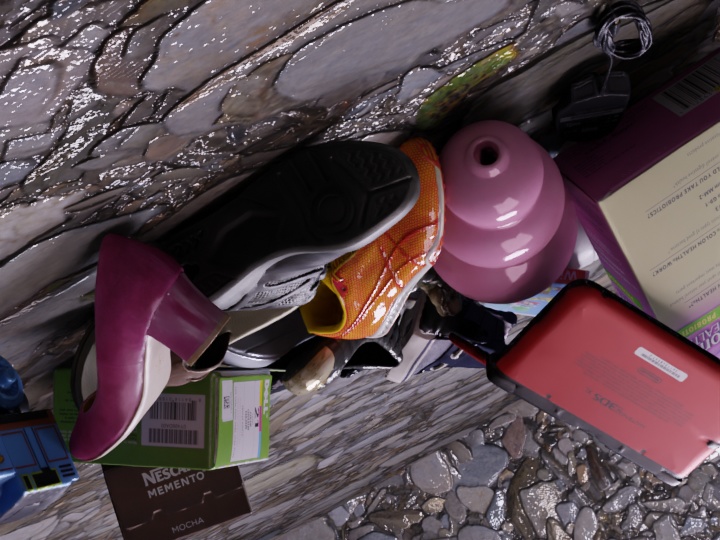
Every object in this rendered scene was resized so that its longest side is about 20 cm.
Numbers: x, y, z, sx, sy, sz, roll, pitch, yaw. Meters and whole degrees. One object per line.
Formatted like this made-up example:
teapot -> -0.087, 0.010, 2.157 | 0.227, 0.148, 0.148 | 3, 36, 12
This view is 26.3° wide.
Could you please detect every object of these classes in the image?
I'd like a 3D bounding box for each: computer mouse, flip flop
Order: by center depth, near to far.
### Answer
flip flop -> -0.121, 0.046, 1.126 | 0.199, 0.081, 0.058 | -28, -151, -12
computer mouse -> 0.178, -0.151, 1.143 | 0.058, 0.034, 0.200 | -8, 160, -6

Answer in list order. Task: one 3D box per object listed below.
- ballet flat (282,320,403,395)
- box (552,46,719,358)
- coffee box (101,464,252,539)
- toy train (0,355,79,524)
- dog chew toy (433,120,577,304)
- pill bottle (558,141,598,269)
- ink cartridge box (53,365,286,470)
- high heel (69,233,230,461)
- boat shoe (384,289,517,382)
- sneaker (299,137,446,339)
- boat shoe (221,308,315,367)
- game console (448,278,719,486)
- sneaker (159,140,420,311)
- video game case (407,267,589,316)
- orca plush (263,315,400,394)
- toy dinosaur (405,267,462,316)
ballet flat -> -0.007, 0.071, 1.283 | 0.066, 0.057, 0.200 | -34, 176, 24
box -> 0.282, -0.046, 1.251 | 0.176, 0.200, 0.097 | -34, -151, -2
coffee box -> -0.173, 0.178, 1.385 | 0.113, 0.080, 0.200 | -18, -172, -11
toy train -> -0.280, 0.120, 1.031 | 0.087, 0.115, 0.200 | -33, 167, 20
dog chew toy -> 0.103, -0.051, 1.176 | 0.124, 0.125, 0.200 | -28, 159, -2
pill bottle -> 0.243, -0.082, 1.342 | 0.199, 0.114, 0.114 | -26, 167, -6
ink cartridge box -> -0.137, 0.116, 1.269 | 0.147, 0.076, 0.200 | 0, 178, 23
high heel -> -0.172, 0.056, 1.041 | 0.200, 0.096, 0.067 | -44, -171, 45
boat shoe -> 0.082, 0.071, 1.418 | 0.092, 0.075, 0.200 | 17, 166, -4
sneaker -> 0.009, -0.015, 1.148 | 0.077, 0.073, 0.200 | 0, 134, -27
boat shoe -> -0.087, 0.049, 1.262 | 0.062, 0.072, 0.200 | -30, 169, 27
game console -> 0.198, 0.078, 1.263 | 0.172, 0.200, 0.119 | -49, -158, 30
sneaker -> -0.038, -0.029, 1.058 | 0.199, 0.076, 0.114 | -30, 169, 21
video game case -> 0.096, 0.011, 1.368 | 0.199, 0.018, 0.143 | 7, 167, 4
orca plush -> -0.060, 0.057, 1.434 | 0.199, 0.071, 0.105 | -18, -148, -2
toy dinosaur -> 0.000, 0.000, 1.261 | 0.088, 0.048, 0.200 | -27, 148, 31
